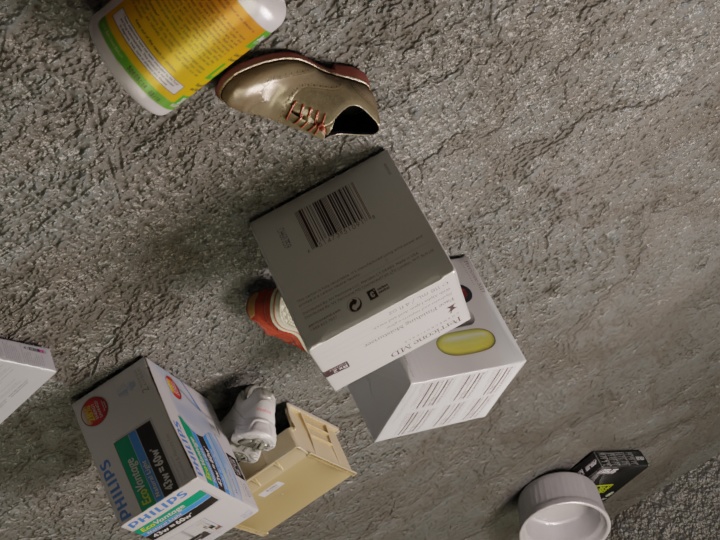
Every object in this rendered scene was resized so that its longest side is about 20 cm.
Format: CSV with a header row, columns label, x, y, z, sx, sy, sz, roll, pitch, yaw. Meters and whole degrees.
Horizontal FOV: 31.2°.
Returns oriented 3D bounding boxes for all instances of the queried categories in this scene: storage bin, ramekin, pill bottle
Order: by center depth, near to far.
label,x,y,z,sx,sy,sz,roll,pitch,yaw
pill bottle,-0.137,-0.242,1.165,0.199,0.112,0.111,-35,150,12
storage bin,-0.140,0.319,2.051,0.199,0.094,0.198,-34,149,11
ramekin,0.435,0.527,2.789,0.198,0.098,0.202,-2,131,-3

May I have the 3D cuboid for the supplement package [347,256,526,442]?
label,x,y,z,sx,sy,sz,roll,pitch,yaw
supplement package,0.087,0.107,1.811,0.198,0.192,0.148,-8,146,-32

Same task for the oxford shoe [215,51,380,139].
label,x,y,z,sx,sy,sz,roll,pitch,yaw
oxford shoe,-0.059,-0.180,1.364,0.198,0.075,0.071,-3,143,-36

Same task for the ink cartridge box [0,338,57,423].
label,x,y,z,sx,sy,sz,roll,pitch,yaw
ink cartridge box,-0.499,0.146,1.533,0.196,0.044,0.199,-39,146,21

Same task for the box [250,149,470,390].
label,x,y,z,sx,sy,sz,roll,pitch,yaw
box,0.000,0.000,1.565,0.197,0.201,0.131,-28,150,0

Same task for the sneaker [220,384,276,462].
label,x,y,z,sx,sy,sz,roll,pitch,yaw
sneaker,-0.166,0.223,1.895,0.077,0.100,0.200,22,155,-22

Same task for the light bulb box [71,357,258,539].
label,x,y,z,sx,sy,sz,roll,pitch,yaw
light bulb box,-0.262,0.254,1.740,0.124,0.199,0.200,-32,151,5

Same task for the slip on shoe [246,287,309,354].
label,x,y,z,sx,sy,sz,roll,pitch,yaw
slip on shoe,-0.095,0.066,1.738,0.060,0.075,0.200,1,165,21

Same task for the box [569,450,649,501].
label,x,y,z,sx,sy,sz,roll,pitch,yaw
box,0.524,0.476,2.897,0.199,0.048,0.193,8,137,-46
